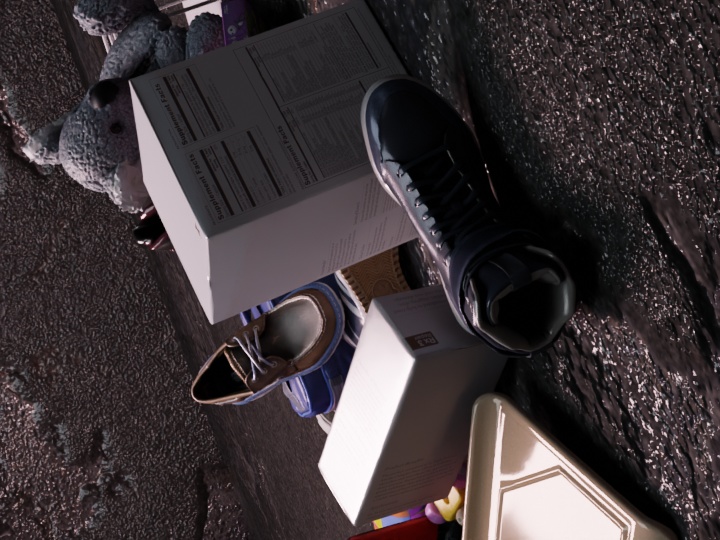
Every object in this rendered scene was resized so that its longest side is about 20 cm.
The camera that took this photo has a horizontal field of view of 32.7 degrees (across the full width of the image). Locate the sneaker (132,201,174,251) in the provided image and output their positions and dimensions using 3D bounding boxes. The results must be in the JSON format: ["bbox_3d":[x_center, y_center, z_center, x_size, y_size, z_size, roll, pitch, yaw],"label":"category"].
[{"bbox_3d":[-0.177,-0.039,1.238,0.076,0.114,0.200,65,156,18],"label":"sneaker"}]

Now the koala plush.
[{"bbox_3d":[-0.229,-0.157,1.242,0.176,0.201,0.184,26,154,14],"label":"koala plush"}]

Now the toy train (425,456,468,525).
[{"bbox_3d":[0.098,0.147,1.052,0.150,0.055,0.202,-32,73,56],"label":"toy train"}]

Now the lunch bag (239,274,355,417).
[{"bbox_3d":[-0.052,0.045,1.267,0.202,0.131,0.136,66,165,6],"label":"lunch bag"}]

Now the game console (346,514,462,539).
[{"bbox_3d":[0.025,0.288,1.170,0.173,0.117,0.202,-89,8,-63],"label":"game console"}]

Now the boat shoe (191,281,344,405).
[{"bbox_3d":[-0.091,0.082,1.166,0.200,0.072,0.073,-43,75,40],"label":"boat shoe"}]

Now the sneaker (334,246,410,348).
[{"bbox_3d":[0.000,0.000,1.143,0.202,0.070,0.108,68,163,-10],"label":"sneaker"}]

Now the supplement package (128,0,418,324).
[{"bbox_3d":[-0.060,-0.086,0.977,0.152,0.198,0.152,61,163,22],"label":"supplement package"}]

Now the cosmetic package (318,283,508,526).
[{"bbox_3d":[0.041,0.107,0.981,0.074,0.101,0.201,52,139,37],"label":"cosmetic package"}]

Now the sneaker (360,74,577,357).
[{"bbox_3d":[0.071,-0.036,0.802,0.204,0.076,0.146,61,178,-11],"label":"sneaker"}]

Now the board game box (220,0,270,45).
[{"bbox_3d":[-0.095,-0.145,1.175,0.120,0.032,0.203,51,-148,-81],"label":"board game box"}]

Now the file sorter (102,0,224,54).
[{"bbox_3d":[-0.220,-0.262,1.439,0.200,0.123,0.140,43,152,57],"label":"file sorter"}]

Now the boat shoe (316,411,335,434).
[{"bbox_3d":[-0.036,0.120,1.435,0.200,0.070,0.064,-125,18,-45],"label":"boat shoe"}]

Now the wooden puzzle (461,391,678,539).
[{"bbox_3d":[0.150,0.209,0.906,0.200,0.037,0.187,36,133,48],"label":"wooden puzzle"}]

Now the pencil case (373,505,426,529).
[{"bbox_3d":[0.045,0.221,1.273,0.088,0.088,0.202,49,155,50],"label":"pencil case"}]
